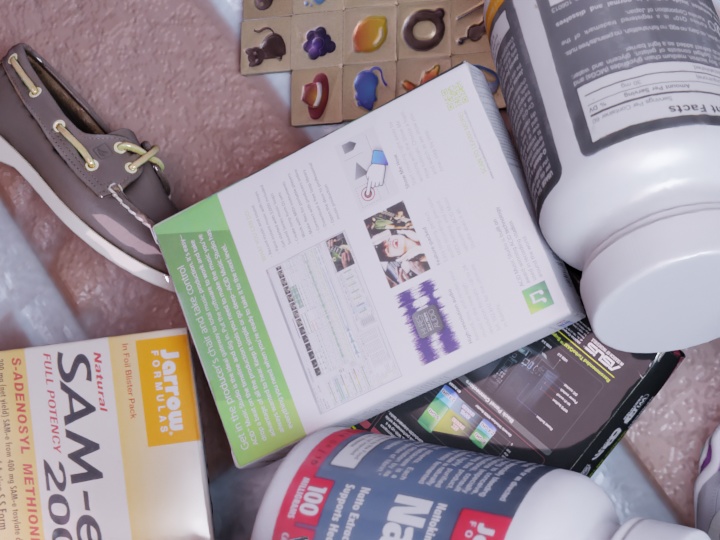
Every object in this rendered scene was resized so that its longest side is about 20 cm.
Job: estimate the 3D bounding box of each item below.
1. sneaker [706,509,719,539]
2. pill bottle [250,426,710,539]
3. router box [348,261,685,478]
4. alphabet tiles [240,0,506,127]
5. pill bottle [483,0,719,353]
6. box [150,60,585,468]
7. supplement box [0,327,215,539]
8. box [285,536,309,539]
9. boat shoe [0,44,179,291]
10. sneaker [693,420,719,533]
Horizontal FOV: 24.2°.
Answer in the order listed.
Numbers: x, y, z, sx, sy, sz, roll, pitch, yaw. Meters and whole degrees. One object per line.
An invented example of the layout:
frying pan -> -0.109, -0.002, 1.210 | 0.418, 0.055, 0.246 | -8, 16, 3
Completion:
sneaker -> 0.252, 0.146, 0.788 | 0.199, 0.088, 0.074 | 24, 85, -20
pill bottle -> 0.059, 0.147, 0.790 | 0.199, 0.119, 0.120 | 7, 86, 30
router box -> 0.052, 0.042, 0.906 | 0.200, 0.062, 0.150 | 41, 99, 21
alphabet tiles -> 0.022, -0.170, 0.976 | 0.199, 0.006, 0.167 | -3, 83, 21
pill bottle -> 0.136, -0.068, 0.833 | 0.116, 0.116, 0.201 | -22, 59, 17
box -> 0.000, 0.000, 0.880 | 0.199, 0.036, 0.145 | -25, 75, 16
supplement box -> -0.187, 0.109, 0.944 | 0.199, 0.074, 0.127 | -8, 80, -7
box -> -0.052, 0.236, 0.762 | 0.160, 0.044, 0.201 | -34, 67, 56
boat shoe -> -0.155, -0.060, 0.992 | 0.200, 0.072, 0.060 | 39, 102, 25
sneaker -> 0.209, 0.060, 0.799 | 0.078, 0.140, 0.201 | 26, 93, 21
